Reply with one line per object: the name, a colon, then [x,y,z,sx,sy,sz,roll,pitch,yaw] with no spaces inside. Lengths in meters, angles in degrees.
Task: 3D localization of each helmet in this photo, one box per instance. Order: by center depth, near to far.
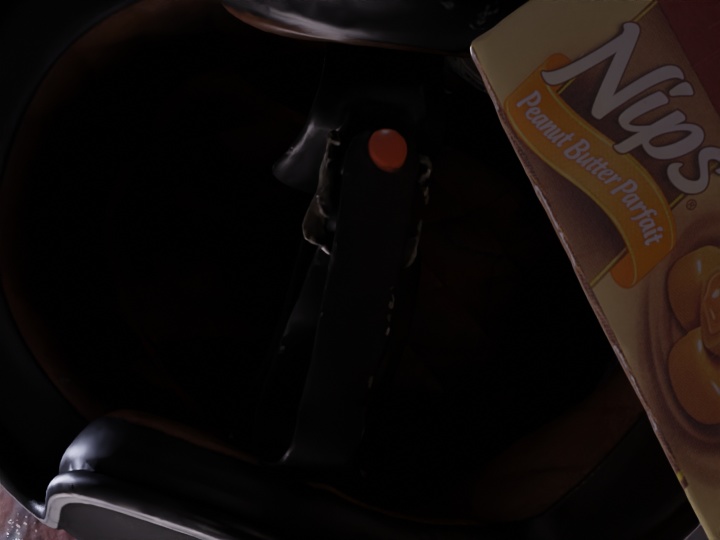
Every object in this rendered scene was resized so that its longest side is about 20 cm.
helmet: [-0.008,-0.004,0.707,0.200,0.200,0.191,33,173,-23]

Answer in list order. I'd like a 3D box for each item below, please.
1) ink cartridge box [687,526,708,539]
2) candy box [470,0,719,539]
ink cartridge box: [0.102,0.136,0.826,0.200,0.067,0.117,55,-161,-15]
candy box: [0.106,0.022,0.546,0.200,0.055,0.116,31,-151,-54]
